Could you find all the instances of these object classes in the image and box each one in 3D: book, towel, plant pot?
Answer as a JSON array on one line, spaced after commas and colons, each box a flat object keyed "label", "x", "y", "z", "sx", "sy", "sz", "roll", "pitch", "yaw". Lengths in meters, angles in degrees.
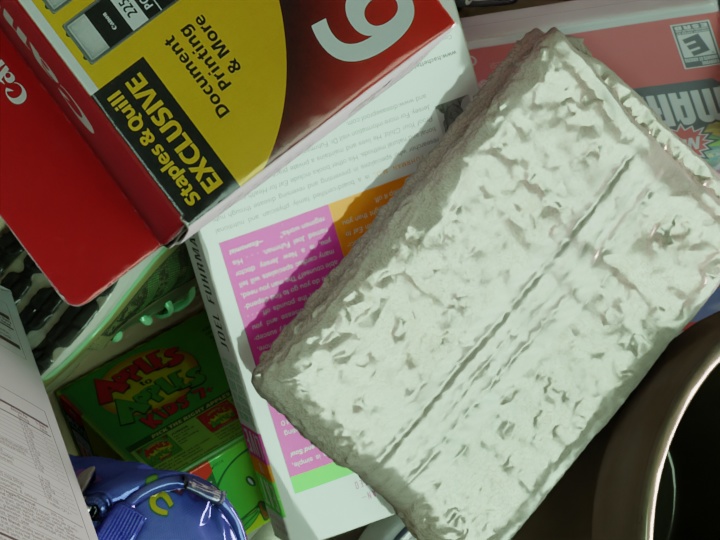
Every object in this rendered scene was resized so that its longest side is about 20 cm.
[{"label": "book", "x": 0.000, "y": 0.000, "z": 1.153, "sx": 0.133, "sy": 0.048, "sz": 0.201, "roll": -20, "pitch": 106, "yaw": -17}, {"label": "towel", "x": 0.060, "y": 0.011, "z": 1.138, "sx": 0.132, "sy": 0.034, "sz": 0.200, "roll": 43, "pitch": 83, "yaw": -17}, {"label": "plant pot", "x": 0.151, "y": 0.111, "z": 1.239, "sx": 0.199, "sy": 0.173, "sz": 0.201, "roll": 0, "pitch": 90, "yaw": -32}]

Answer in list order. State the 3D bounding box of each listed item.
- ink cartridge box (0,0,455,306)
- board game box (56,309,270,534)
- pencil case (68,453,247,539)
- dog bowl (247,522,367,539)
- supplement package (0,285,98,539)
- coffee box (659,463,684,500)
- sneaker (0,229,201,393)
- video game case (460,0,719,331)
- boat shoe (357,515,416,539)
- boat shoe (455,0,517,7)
[{"label": "ink cartridge box", "x": -0.096, "y": -0.115, "z": 1.058, "sx": 0.175, "sy": 0.084, "sz": 0.200, "roll": -38, "pitch": 91, "yaw": -11}, {"label": "board game box", "x": -0.023, "y": 0.045, "z": 1.235, "sx": 0.199, "sy": 0.102, "sz": 0.048, "roll": -29, "pitch": 125, "yaw": -18}, {"label": "pencil case", "x": -0.123, "y": 0.107, "z": 1.142, "sx": 0.078, "sy": 0.200, "sz": 0.087, "roll": -50, "pitch": 119, "yaw": -18}, {"label": "dog bowl", "x": -0.017, "y": 0.148, "z": 1.309, "sx": 0.199, "sy": 0.074, "sz": 0.201, "roll": -14, "pitch": 119, "yaw": -27}, {"label": "supplement package", "x": -0.210, "y": 0.090, "z": 1.050, "sx": 0.150, "sy": 0.200, "sz": 0.152, "roll": 30, "pitch": 112, "yaw": -38}, {"label": "coffee box", "x": 0.214, "y": 0.084, "z": 1.423, "sx": 0.200, "sy": 0.080, "sz": 0.113, "roll": -33, "pitch": 127, "yaw": -15}, {"label": "sneaker", "x": -0.090, "y": 0.000, "z": 1.193, "sx": 0.200, "sy": 0.077, "sz": 0.089, "roll": -44, "pitch": 137, "yaw": -4}, {"label": "video game case", "x": 0.114, "y": -0.041, "z": 1.242, "sx": 0.142, "sy": 0.018, "sz": 0.200, "roll": -7, "pitch": 135, "yaw": 20}, {"label": "boat shoe", "x": 0.029, "y": 0.199, "z": 1.275, "sx": 0.073, "sy": 0.065, "sz": 0.201, "roll": -10, "pitch": 118, "yaw": -29}, {"label": "boat shoe", "x": -0.010, "y": -0.129, "z": 1.181, "sx": 0.199, "sy": 0.074, "sz": 0.061, "roll": -15, "pitch": 116, "yaw": -36}]
